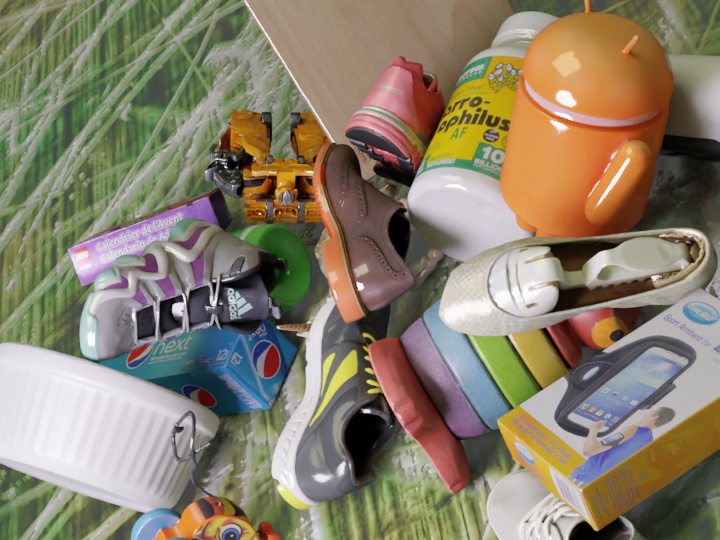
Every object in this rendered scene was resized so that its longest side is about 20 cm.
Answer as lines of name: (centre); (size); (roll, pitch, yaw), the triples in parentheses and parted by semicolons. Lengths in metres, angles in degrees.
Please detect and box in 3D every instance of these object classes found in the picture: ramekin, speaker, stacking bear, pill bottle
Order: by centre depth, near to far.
stacking bear: (0.116, 0.051, 1.490); (0.199, 0.122, 0.114); (-31, 42, 5)
speaker: (0.246, -0.126, 1.561); (0.200, 0.081, 0.081); (12, 62, 55)
pill bottle: (0.121, -0.111, 1.665); (0.112, 0.113, 0.201); (-10, 45, 45)
ramekin: (-0.226, 0.137, 1.720); (0.202, 0.202, 0.095); (3, 70, 52)
speaker: (-0.140, 0.016, 1.861); (0.199, 0.088, 0.089); (-17, 41, 40)

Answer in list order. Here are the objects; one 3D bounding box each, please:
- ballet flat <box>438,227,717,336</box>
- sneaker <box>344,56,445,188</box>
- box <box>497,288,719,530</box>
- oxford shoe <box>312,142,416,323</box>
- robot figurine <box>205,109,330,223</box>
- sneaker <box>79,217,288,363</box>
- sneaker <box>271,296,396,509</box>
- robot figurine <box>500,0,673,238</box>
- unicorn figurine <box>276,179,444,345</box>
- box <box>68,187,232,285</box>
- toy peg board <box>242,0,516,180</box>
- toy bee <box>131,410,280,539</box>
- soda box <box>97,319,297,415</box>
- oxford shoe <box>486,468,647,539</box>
ballet flat: (0.150, -0.001, 1.417); (0.199, 0.062, 0.068); (-11, 74, 0)
sneaker: (0.051, -0.119, 1.709); (0.073, 0.200, 0.087); (22, 83, 17)
box: (0.203, 0.083, 1.355); (0.199, 0.042, 0.119); (-34, 29, -11)
oxford shoe: (0.006, -0.038, 1.652); (0.072, 0.071, 0.201); (-18, 43, 8)
robot figurine: (-0.070, -0.097, 1.877); (0.144, 0.059, 0.200); (0, 26, -4)
sneaker: (-0.131, 0.025, 1.688); (0.139, 0.078, 0.200); (16, 38, 24)
sneaker: (0.000, 0.099, 1.617); (0.084, 0.074, 0.201); (-7, 56, 39)
robot figurine: (0.168, -0.103, 1.508); (0.116, 0.201, 0.144); (17, 35, 13)
unicorn figurine: (0.000, 0.000, 1.736); (0.137, 0.074, 0.200); (-42, 14, 7)
box: (-0.193, -0.034, 1.908); (0.136, 0.039, 0.200); (-21, 5, 0)
toy peg board: (0.023, -0.217, 1.826); (0.199, 0.201, 0.098); (-33, 9, -3)
toy bee: (-0.120, 0.224, 1.592); (0.200, 0.108, 0.131); (-57, 30, 32)
soda box: (-0.152, 0.088, 1.810); (0.199, 0.064, 0.068); (-11, 44, 44)
oxford shoe: (0.139, 0.173, 1.357); (0.075, 0.058, 0.200); (-50, 29, -3)
